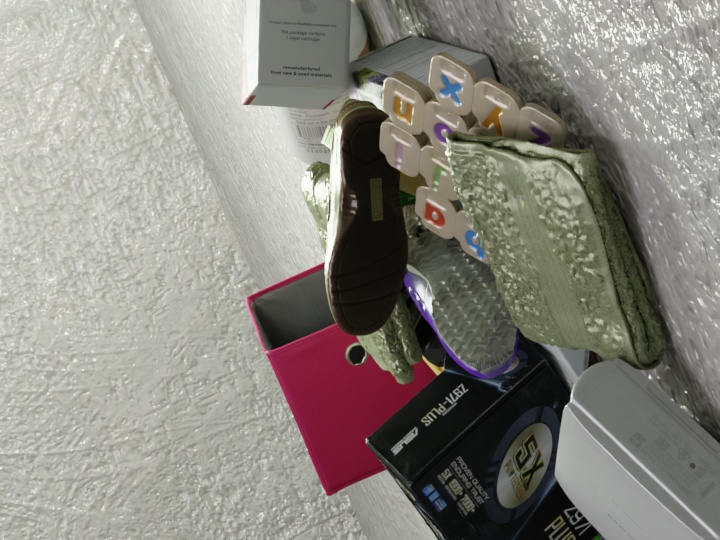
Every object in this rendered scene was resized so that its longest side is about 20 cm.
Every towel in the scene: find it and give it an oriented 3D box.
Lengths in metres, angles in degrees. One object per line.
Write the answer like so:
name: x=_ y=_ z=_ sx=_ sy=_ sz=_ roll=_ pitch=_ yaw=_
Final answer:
towel: x=0.143 y=-0.015 z=1.240 sx=0.148 sy=0.036 sz=0.201 roll=13 pitch=138 yaw=47
towel: x=0.000 y=0.000 z=1.568 sx=0.148 sy=0.036 sz=0.202 roll=-151 pitch=42 yaw=-71

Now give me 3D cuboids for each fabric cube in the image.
fabric cube: x=-0.003 y=0.110 z=1.993 sx=0.200 sy=0.195 sz=0.201 roll=-119 pitch=7 yaw=-69

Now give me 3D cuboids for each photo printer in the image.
photo printer: x=0.223 y=0.170 z=1.283 sx=0.166 sy=0.069 sz=0.200 roll=44 pitch=164 yaw=20

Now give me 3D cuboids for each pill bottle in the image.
pill bottle: x=-0.044 y=-0.212 z=1.671 sx=0.115 sy=0.114 sz=0.201 roll=54 pitch=167 yaw=44

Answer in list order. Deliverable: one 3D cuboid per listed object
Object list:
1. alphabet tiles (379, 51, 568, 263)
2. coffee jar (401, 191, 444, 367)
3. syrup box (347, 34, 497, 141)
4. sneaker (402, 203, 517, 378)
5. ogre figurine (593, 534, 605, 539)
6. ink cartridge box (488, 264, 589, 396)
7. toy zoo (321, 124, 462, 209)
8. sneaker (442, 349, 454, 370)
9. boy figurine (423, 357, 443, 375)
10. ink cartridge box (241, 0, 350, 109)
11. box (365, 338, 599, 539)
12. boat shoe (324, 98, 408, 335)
alphabet tiles: x=0.098 y=-0.075 z=1.276 sx=0.199 sy=0.015 sz=0.197 roll=32 pitch=147 yaw=21
coffee jar: x=0.062 y=-0.008 z=1.636 sx=0.201 sy=0.085 sz=0.105 roll=57 pitch=138 yaw=30
syrup box: x=0.054 y=-0.142 z=1.424 sx=0.079 sy=0.081 sz=0.200 roll=68 pitch=169 yaw=-18
sneaker: x=0.089 y=0.032 z=1.448 sx=0.201 sy=0.069 sz=0.100 roll=60 pitch=177 yaw=44
ogre figurine: x=0.197 y=0.299 z=1.698 sx=0.201 sy=0.119 sz=0.099 roll=84 pitch=162 yaw=-61
ink cartridge box: x=0.169 y=0.054 z=1.478 sx=0.201 sy=0.050 sz=0.162 roll=53 pitch=172 yaw=-11
toy zoo: x=0.050 y=-0.085 z=1.523 sx=0.130 sy=0.021 sz=0.200 roll=20 pitch=-172 yaw=-21
sneaker: x=0.133 y=0.111 z=1.611 sx=0.200 sy=0.074 sz=0.089 roll=52 pitch=-168 yaw=-35
boy figurine: x=0.083 y=0.082 z=1.750 sx=0.200 sy=0.064 sz=0.125 roll=52 pitch=168 yaw=39
ink cartridge box: x=-0.057 y=-0.253 z=1.480 sx=0.144 sy=0.083 sz=0.202 roll=169 pitch=103 yaw=-80
box: x=0.127 y=0.180 z=1.501 sx=0.201 sy=0.163 sz=0.086 roll=56 pitch=170 yaw=-33
boat shoe: x=0.001 y=-0.047 z=1.423 sx=0.076 sy=0.071 sz=0.202 roll=-129 pitch=41 yaw=-64
